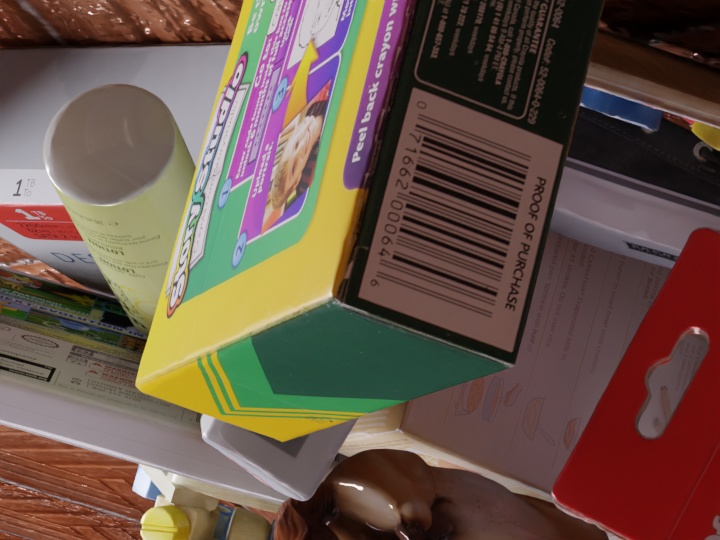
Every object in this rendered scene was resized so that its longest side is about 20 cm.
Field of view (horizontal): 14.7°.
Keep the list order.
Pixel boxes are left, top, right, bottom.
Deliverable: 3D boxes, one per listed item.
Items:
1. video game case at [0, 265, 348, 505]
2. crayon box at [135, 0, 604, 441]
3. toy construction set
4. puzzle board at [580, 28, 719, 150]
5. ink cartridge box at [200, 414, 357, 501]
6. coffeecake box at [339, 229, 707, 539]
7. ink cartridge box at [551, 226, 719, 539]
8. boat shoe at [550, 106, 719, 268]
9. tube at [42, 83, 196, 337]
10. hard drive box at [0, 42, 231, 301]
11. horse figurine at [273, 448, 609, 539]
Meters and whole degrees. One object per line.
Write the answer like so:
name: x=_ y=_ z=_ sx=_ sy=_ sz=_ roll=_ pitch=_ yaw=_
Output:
video game case: x=-0.091 y=0.047 z=1.168 sx=0.199 sy=0.022 sz=0.182 roll=16 pitch=-168 yaw=-3
crayon box: x=0.010 y=-0.062 z=0.801 sx=0.058 sy=0.201 sz=0.172 roll=20 pitch=164 yaw=-17
toy construction set: x=-0.048 y=0.126 z=1.107 sx=0.131 sy=0.092 sz=0.200 roll=18 pitch=-158 yaw=3
puzzle board: x=0.117 y=-0.054 z=0.914 sx=0.150 sy=0.017 sz=0.200 roll=18 pitch=-171 yaw=-7
ink cartridge box: x=0.000 y=0.000 z=1.008 sx=0.050 sy=0.163 sz=0.200 roll=31 pitch=178 yaw=0
coffeecake box: x=0.099 y=0.028 z=1.103 sx=0.199 sy=0.154 sz=0.073 roll=24 pitch=163 yaw=-25
ink cartridge box: x=0.178 y=0.081 z=0.936 sx=0.199 sy=0.116 sz=0.067 roll=27 pitch=171 yaw=18
boat shoe: x=0.140 y=-0.024 z=1.006 sx=0.199 sy=0.057 sz=0.069 roll=18 pitch=172 yaw=10
tube: x=-0.075 y=-0.002 z=1.092 sx=0.052 sy=0.058 sz=0.200 roll=-24 pitch=154 yaw=-2
hard drive box: x=-0.056 y=-0.024 z=1.221 sx=0.155 sy=0.077 sz=0.200 roll=2 pitch=159 yaw=38
horse figurine: x=0.041 y=0.103 z=0.986 sx=0.199 sy=0.050 sz=0.132 roll=13 pitch=-164 yaw=-37
